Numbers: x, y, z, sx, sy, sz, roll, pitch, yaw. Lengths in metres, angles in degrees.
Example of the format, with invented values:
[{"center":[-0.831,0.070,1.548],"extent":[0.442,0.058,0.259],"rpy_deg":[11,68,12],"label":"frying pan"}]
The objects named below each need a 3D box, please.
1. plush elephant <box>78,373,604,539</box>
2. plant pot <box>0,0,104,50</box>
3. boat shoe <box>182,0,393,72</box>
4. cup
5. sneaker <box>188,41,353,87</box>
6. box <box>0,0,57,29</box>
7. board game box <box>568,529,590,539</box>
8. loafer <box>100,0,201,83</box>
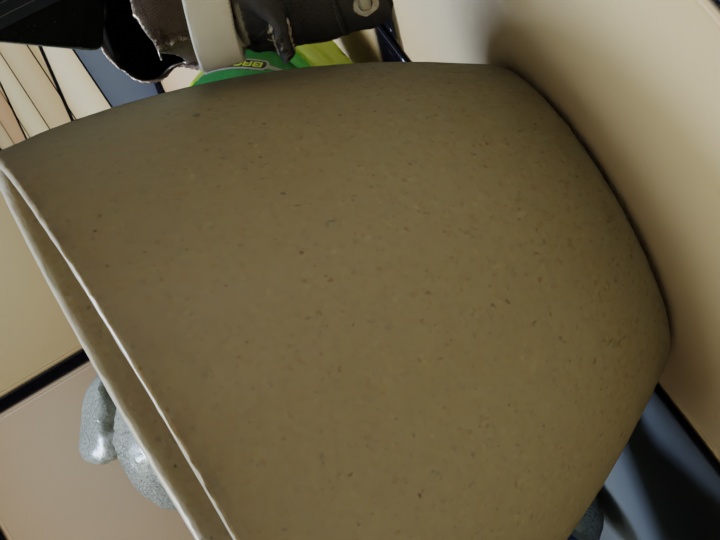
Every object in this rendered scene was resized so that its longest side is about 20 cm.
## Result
[{"center":[-0.023,0.062,0.984],"extent":[0.201,0.154,0.165],"rpy_deg":[60,171,-10],"label":"plush elephant"},{"center":[-0.202,-0.198,0.973],"extent":[0.199,0.199,0.178],"rpy_deg":[-138,56,-65],"label":"plant pot"},{"center":[-0.031,-0.146,0.657],"extent":[0.074,0.060,0.201],"rpy_deg":[-105,5,-61],"label":"boat shoe"},{"center":[0.004,0.020,0.734],"extent":[0.201,0.143,0.200],"rpy_deg":[58,171,14],"label":"cup"},{"center":[0.000,0.000,0.882],"extent":[0.200,0.083,0.074],"rpy_deg":[51,169,28],"label":"sneaker"},{"center":[-0.156,-0.185,0.728],"extent":[0.200,0.104,0.182],"rpy_deg":[58,168,16],"label":"box"},{"center":[0.093,0.169,0.835],"extent":[0.200,0.043,0.199],"rpy_deg":[33,156,50],"label":"board game box"},{"center":[-0.076,-0.112,0.990],"extent":[0.073,0.071,0.200],"rpy_deg":[60,171,-3],"label":"loafer"}]
